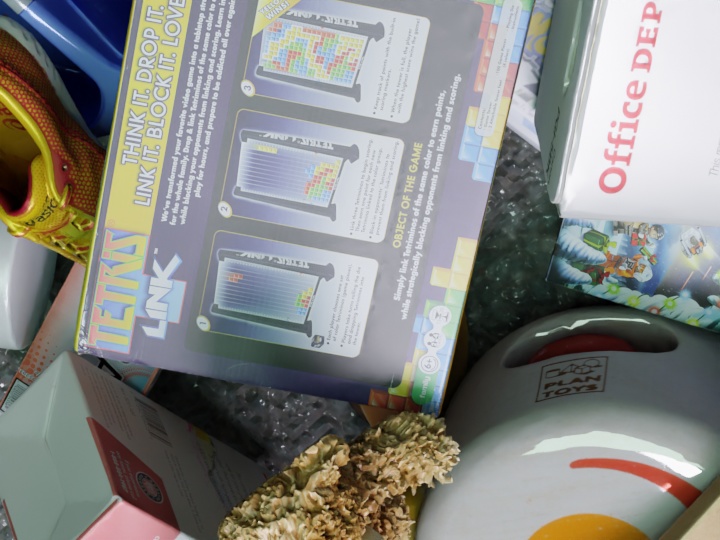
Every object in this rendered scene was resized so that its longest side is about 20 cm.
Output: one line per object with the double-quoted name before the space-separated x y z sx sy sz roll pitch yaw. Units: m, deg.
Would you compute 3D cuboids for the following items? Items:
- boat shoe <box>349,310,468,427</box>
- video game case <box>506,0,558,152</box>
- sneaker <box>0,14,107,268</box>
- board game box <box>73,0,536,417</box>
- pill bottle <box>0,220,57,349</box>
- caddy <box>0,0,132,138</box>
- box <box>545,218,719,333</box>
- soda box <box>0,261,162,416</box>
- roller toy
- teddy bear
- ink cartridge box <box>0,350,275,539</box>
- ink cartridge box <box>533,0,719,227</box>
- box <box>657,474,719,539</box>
"boat shoe" 0.000 0.000 1.275 0.070 0.070 0.201 38 154 38
"video game case" 0.109 -0.138 1.159 0.200 0.022 0.182 35 114 -24
"sneaker" -0.130 -0.028 1.215 0.200 0.077 0.073 41 125 -20
"board game box" -0.026 -0.048 1.145 0.164 0.057 0.201 11 112 -4
"pill bottle" -0.255 -0.016 1.314 0.199 0.111 0.112 9 114 8
"caddy" -0.159 -0.155 1.238 0.141 0.105 0.200 -39 100 24
"box" 0.177 -0.069 1.240 0.136 0.040 0.201 16 114 4
"soda box" -0.109 0.005 1.315 0.063 0.068 0.201 30 116 -2
"roller toy" 0.118 0.120 1.272 0.199 0.140 0.183 33 116 -6
"teddy bear" -0.014 0.126 1.155 0.145 0.200 0.067 -37 80 -20
"ink cartridge box" -0.080 0.135 1.293 0.068 0.117 0.200 -45 128 14
"ink cartridge box" 0.183 -0.097 1.130 0.199 0.083 0.147 4 123 -9
"box" 0.221 0.137 1.197 0.163 0.021 0.200 40 98 -16
